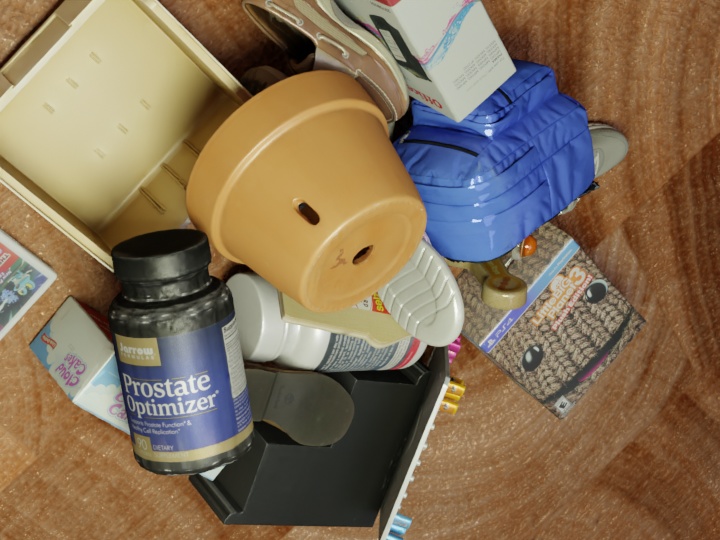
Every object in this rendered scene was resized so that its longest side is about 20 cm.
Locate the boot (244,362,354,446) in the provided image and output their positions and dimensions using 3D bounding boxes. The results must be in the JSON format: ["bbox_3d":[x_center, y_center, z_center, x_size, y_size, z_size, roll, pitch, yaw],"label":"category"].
[{"bbox_3d":[-0.086,0.124,1.444,0.200,0.075,0.074,24,88,-46],"label":"boot"}]

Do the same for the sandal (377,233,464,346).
[{"bbox_3d":[0.039,-0.017,1.399,0.050,0.203,0.082,-18,153,-52],"label":"sandal"}]

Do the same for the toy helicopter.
[{"bbox_3d":[0.136,-0.013,1.515,0.132,0.200,0.079,-2,118,-15],"label":"toy helicopter"}]

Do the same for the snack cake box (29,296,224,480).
[{"bbox_3d":[-0.212,0.117,1.408,0.067,0.115,0.200,-50,132,1],"label":"snack cake box"}]

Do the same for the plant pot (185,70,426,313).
[{"bbox_3d":[-0.035,-0.057,1.287,0.200,0.140,0.200,-31,151,-19],"label":"plant pot"}]

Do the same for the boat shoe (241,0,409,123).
[{"bbox_3d":[-0.037,-0.203,1.341,0.200,0.076,0.072,44,64,-21],"label":"boat shoe"}]

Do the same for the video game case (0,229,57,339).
[{"bbox_3d":[-0.400,0.029,1.289,0.200,0.023,0.182,-48,132,-3],"label":"video game case"}]

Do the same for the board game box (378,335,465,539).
[{"bbox_3d":[0.068,0.181,1.595,0.026,0.200,0.200,20,104,-2],"label":"board game box"}]

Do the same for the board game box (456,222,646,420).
[{"bbox_3d":[0.210,0.050,1.673,0.159,0.097,0.200,-49,133,0],"label":"board game box"}]

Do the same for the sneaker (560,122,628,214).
[{"bbox_3d":[0.228,-0.099,1.600,0.200,0.092,0.076,-24,128,-22],"label":"sneaker"}]

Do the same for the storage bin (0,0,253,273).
[{"bbox_3d":[-0.215,-0.129,1.275,0.200,0.094,0.199,-47,133,-1],"label":"storage bin"}]

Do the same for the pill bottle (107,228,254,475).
[{"bbox_3d":[-0.162,0.070,1.279,0.112,0.112,0.200,-17,110,-26],"label":"pill bottle"}]

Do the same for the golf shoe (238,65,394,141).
[{"bbox_3d":[-0.039,-0.159,1.409,0.200,0.078,0.097,38,73,-46],"label":"golf shoe"}]

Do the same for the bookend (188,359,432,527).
[{"bbox_3d":[-0.054,0.170,1.565,0.200,0.092,0.199,7,110,-36],"label":"bookend"}]

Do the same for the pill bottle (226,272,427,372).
[{"bbox_3d":[-0.037,0.046,1.484,0.200,0.120,0.120,-1,116,-35],"label":"pill bottle"}]

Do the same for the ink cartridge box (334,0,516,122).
[{"bbox_3d":[0.041,-0.251,1.343,0.083,0.146,0.200,-43,132,-9],"label":"ink cartridge box"}]

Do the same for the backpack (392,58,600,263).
[{"bbox_3d":[0.112,-0.111,1.446,0.200,0.162,0.168,-42,126,-33],"label":"backpack"}]

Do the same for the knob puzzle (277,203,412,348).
[{"bbox_3d":[0.000,0.000,1.438,0.220,0.220,0.030,0,143,-35],"label":"knob puzzle"}]
